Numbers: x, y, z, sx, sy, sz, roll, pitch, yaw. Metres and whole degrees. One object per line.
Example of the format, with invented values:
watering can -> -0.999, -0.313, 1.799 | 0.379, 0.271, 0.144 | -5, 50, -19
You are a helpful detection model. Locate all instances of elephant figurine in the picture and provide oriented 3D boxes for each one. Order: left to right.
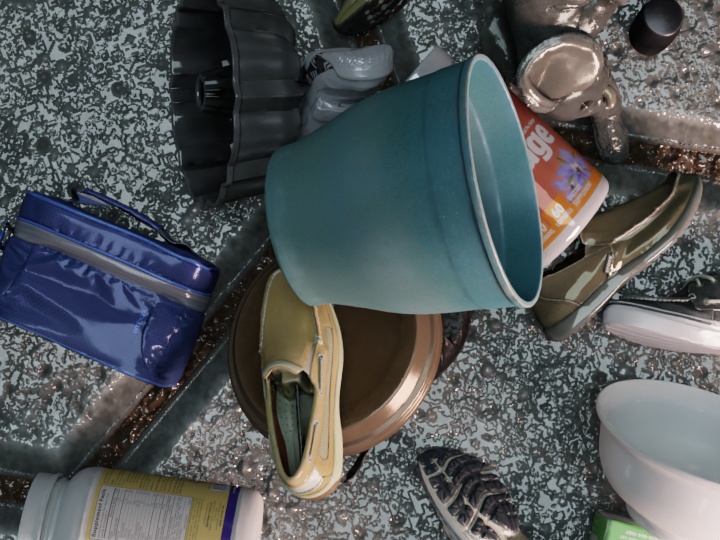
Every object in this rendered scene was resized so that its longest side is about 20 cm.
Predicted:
elephant figurine -> 0.173, -0.193, 1.363 | 0.154, 0.141, 0.202 | 19, 113, 16

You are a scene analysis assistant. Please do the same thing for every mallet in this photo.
mallet -> 0.279, -0.296, 1.437 | 0.041, 0.066, 0.203 | 8, 73, -2

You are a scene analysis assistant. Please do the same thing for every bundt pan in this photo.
bundt pan -> -0.105, -0.156, 1.349 | 0.075, 0.201, 0.205 | -5, 87, -23

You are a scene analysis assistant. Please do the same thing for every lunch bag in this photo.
lunch bag -> -0.227, 0.005, 1.360 | 0.198, 0.136, 0.134 | 23, 87, 1

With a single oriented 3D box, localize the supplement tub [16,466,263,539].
supplement tub -> -0.190, 0.249, 1.345 | 0.197, 0.145, 0.147 | 7, 87, 0

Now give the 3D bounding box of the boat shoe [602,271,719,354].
boat shoe -> 0.314, 0.037, 1.408 | 0.197, 0.072, 0.072 | 8, 81, -12

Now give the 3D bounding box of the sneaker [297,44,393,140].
sneaker -> -0.016, -0.130, 1.345 | 0.074, 0.200, 0.117 | -8, 93, -18

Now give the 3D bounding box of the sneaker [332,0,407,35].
sneaker -> 0.022, -0.306, 1.419 | 0.088, 0.077, 0.201 | 32, 82, 13

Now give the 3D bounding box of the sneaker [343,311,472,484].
sneaker -> 0.035, 0.097, 1.376 | 0.060, 0.104, 0.200 | 39, 87, 1

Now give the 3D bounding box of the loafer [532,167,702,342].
loafer -> 0.226, -0.025, 1.400 | 0.200, 0.075, 0.070 | -44, 93, -2

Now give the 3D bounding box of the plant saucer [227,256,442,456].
plant saucer -> -0.027, 0.060, 1.339 | 0.198, 0.029, 0.203 | -6, 71, 18

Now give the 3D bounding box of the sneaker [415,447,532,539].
sneaker -> 0.106, 0.251, 1.385 | 0.201, 0.077, 0.087 | 51, 131, 19

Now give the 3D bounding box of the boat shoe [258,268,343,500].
boat shoe -> -0.053, 0.084, 1.281 | 0.071, 0.076, 0.202 | -17, 67, 15

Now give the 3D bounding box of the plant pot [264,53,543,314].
plant pot -> 0.030, -0.055, 1.250 | 0.186, 0.200, 0.203 | -11, 88, 19

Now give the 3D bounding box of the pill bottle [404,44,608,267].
pill bottle -> 0.113, -0.101, 1.376 | 0.200, 0.112, 0.112 | 41, 87, -4

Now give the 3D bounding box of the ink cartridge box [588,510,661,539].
ink cartridge box -> 0.259, 0.331, 1.379 | 0.144, 0.084, 0.203 | 15, 87, -1

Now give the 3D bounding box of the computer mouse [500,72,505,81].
computer mouse -> 0.144, -0.222, 1.428 | 0.059, 0.034, 0.200 | 42, 88, 0

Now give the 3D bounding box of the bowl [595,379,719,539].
bowl -> 0.289, 0.180, 1.351 | 0.199, 0.201, 0.091 | 15, 111, 0
